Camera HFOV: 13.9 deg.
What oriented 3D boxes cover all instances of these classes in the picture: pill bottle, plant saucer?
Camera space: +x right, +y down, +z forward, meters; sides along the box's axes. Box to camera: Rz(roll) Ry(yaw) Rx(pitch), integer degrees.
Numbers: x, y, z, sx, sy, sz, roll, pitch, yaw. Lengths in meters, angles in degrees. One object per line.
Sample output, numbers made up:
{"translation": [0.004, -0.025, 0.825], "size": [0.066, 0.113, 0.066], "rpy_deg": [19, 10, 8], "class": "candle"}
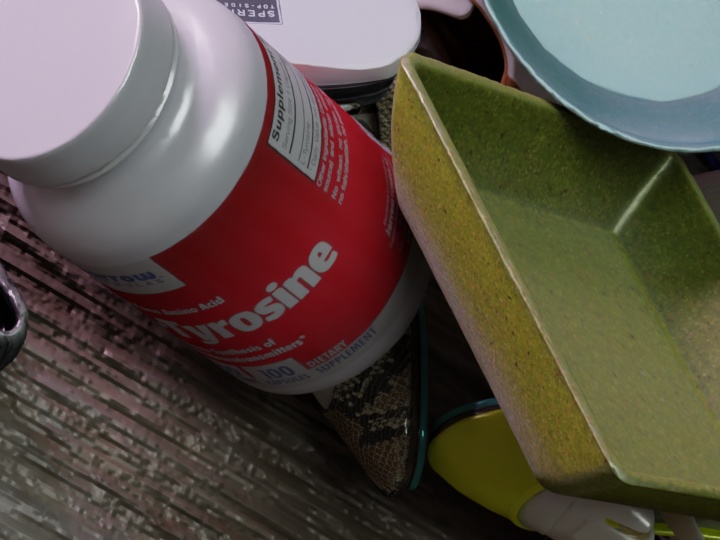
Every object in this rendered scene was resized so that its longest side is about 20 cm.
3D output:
{"translation": [-0.063, -0.038, 1.137], "size": [0.200, 0.112, 0.113], "rpy_deg": [38, 52, -50], "class": "pill bottle"}
{"translation": [0.098, 0.023, 1.167], "size": [0.199, 0.048, 0.200], "rpy_deg": [15, 42, -51], "class": "plant saucer"}
{"translation": [0.126, -0.146, 1.246], "size": [0.199, 0.036, 0.202], "rpy_deg": [3, 82, -21], "class": "plant saucer"}

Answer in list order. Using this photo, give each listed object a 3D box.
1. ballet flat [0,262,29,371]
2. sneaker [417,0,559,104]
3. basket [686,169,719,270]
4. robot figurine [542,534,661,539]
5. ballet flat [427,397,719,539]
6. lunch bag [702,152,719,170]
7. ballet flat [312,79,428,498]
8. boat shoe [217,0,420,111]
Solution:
{"translation": [-0.185, -0.051, 1.134], "size": [0.066, 0.057, 0.201], "rpy_deg": [-36, 96, -38], "class": "ballet flat"}
{"translation": [0.052, -0.156, 1.314], "size": [0.084, 0.073, 0.201], "rpy_deg": [-14, 95, -32], "class": "sneaker"}
{"translation": [0.218, 0.015, 1.348], "size": [0.199, 0.136, 0.182], "rpy_deg": [-4, 113, -29], "class": "basket"}
{"translation": [0.131, 0.195, 1.272], "size": [0.199, 0.058, 0.146], "rpy_deg": [31, 58, -24], "class": "robot figurine"}
{"translation": [0.122, 0.093, 1.237], "size": [0.199, 0.067, 0.067], "rpy_deg": [5, 53, -31], "class": "ballet flat"}
{"translation": [0.204, -0.158, 1.376], "size": [0.123, 0.170, 0.201], "rpy_deg": [-3, 75, -31], "class": "lunch bag"}
{"translation": [0.000, 0.000, 1.251], "size": [0.075, 0.068, 0.201], "rpy_deg": [13, 61, -8], "class": "ballet flat"}
{"translation": [-0.077, -0.096, 1.220], "size": [0.199, 0.068, 0.072], "rpy_deg": [1, 63, -15], "class": "boat shoe"}
